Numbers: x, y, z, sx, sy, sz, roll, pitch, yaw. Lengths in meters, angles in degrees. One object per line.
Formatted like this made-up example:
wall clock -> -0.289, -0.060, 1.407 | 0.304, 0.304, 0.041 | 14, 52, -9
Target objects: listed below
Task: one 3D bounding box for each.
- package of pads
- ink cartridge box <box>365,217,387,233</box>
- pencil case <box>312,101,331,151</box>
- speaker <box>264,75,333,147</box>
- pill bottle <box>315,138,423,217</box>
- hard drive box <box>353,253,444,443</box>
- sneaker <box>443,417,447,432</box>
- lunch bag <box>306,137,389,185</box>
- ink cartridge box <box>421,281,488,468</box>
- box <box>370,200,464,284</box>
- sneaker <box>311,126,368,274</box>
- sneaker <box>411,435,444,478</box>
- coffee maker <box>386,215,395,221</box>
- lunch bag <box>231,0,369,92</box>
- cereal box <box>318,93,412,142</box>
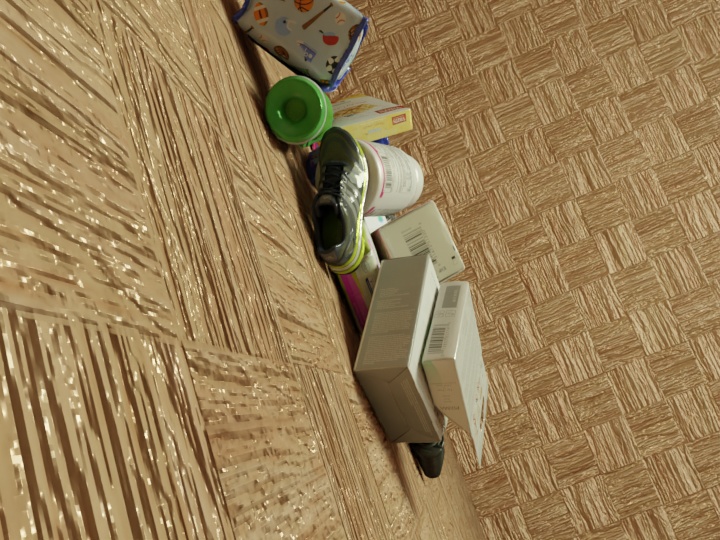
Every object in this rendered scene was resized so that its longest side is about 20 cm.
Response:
package of pads -> 0.000, 0.000, 0.994 | 0.201, 0.067, 0.157 | -103, 172, -64
ink cartridge box -> 0.021, -0.043, 1.236 | 0.118, 0.042, 0.204 | -10, 75, -46
pencil case -> -0.074, -0.310, 1.388 | 0.202, 0.087, 0.090 | -101, 169, -56
speaker -> -0.082, -0.220, 0.873 | 0.200, 0.087, 0.090 | -89, 157, -79
pill bottle -> 0.022, -0.143, 0.990 | 0.199, 0.112, 0.116 | -11, 79, -63
hard drive box -> 0.068, 0.106, 0.859 | 0.202, 0.075, 0.158 | -72, 148, -46
sneaker -> 0.086, 0.228, 1.019 | 0.201, 0.079, 0.076 | 55, 27, -42
lunch bag -> -0.021, -0.207, 1.127 | 0.200, 0.148, 0.096 | -68, 136, -83
ink cartridge box -> 0.138, 0.144, 0.870 | 0.162, 0.049, 0.203 | -67, 148, -52
box -> 0.085, -0.031, 1.102 | 0.130, 0.107, 0.200 | 63, -9, -1
sneaker -> -0.030, -0.101, 0.849 | 0.081, 0.072, 0.205 | 28, 57, -72
sneaker -> 0.123, 0.299, 1.170 | 0.201, 0.074, 0.093 | -77, 160, -60
coffee maker -> 0.054, -0.040, 1.602 | 0.191, 0.133, 0.204 | 8, -60, 69
lunch bag -> -0.080, -0.353, 0.915 | 0.168, 0.125, 0.201 | 32, 16, -9
cereal box -> -0.018, -0.256, 1.065 | 0.200, 0.141, 0.040 | 38, -36, 57
